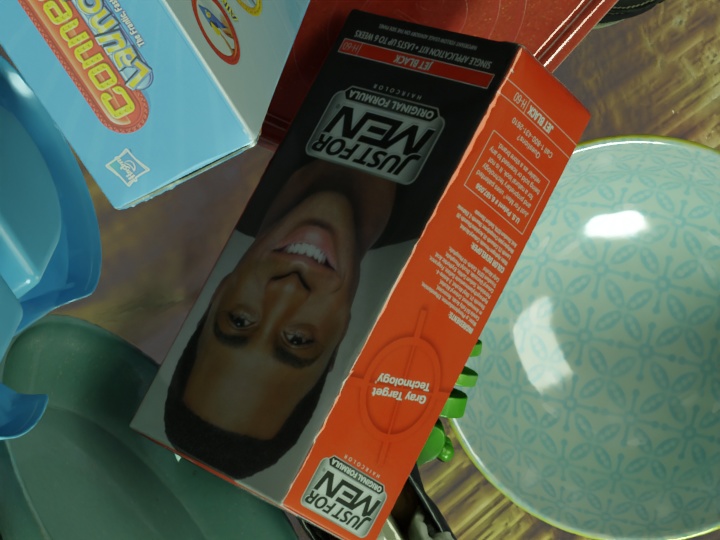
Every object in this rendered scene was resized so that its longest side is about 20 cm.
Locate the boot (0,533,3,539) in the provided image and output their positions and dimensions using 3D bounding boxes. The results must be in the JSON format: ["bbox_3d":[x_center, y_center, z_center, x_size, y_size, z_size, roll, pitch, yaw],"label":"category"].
[{"bbox_3d":[-0.108,0.178,0.725,0.174,0.069,0.200,40,24,-37],"label":"boot"}]

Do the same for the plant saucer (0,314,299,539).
[{"bbox_3d":[-0.085,0.109,0.741,0.200,0.036,0.200,47,17,-19],"label":"plant saucer"}]

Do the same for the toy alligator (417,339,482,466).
[{"bbox_3d":[0.027,0.064,0.872,0.054,0.059,0.201,6,98,-3],"label":"toy alligator"}]

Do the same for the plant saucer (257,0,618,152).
[{"bbox_3d":[0.019,-0.115,0.809,0.200,0.200,0.037,21,32,-40],"label":"plant saucer"}]

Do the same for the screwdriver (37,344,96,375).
[{"bbox_3d":[-0.183,0.065,0.732,0.200,0.028,0.029,-18,131,-46],"label":"screwdriver"}]

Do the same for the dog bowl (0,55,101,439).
[{"bbox_3d":[-0.154,-0.008,0.671,0.112,0.049,0.200,59,19,-23],"label":"dog bowl"}]

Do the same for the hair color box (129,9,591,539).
[{"bbox_3d":[0.000,0.000,0.748,0.061,0.101,0.201,35,78,-45],"label":"hair color box"}]

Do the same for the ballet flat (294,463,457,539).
[{"bbox_3d":[-0.002,0.096,0.814,0.073,0.073,0.201,-38,103,-35],"label":"ballet flat"}]

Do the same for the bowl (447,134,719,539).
[{"bbox_3d":[0.138,0.030,0.937,0.108,0.199,0.201,-36,121,-83],"label":"bowl"}]

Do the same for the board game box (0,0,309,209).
[{"bbox_3d":[-0.092,-0.153,0.628,0.200,0.056,0.196,58,22,-22],"label":"board game box"}]

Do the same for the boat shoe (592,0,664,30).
[{"bbox_3d":[0.183,-0.191,1.020,0.199,0.066,0.075,-30,109,-37],"label":"boat shoe"}]
